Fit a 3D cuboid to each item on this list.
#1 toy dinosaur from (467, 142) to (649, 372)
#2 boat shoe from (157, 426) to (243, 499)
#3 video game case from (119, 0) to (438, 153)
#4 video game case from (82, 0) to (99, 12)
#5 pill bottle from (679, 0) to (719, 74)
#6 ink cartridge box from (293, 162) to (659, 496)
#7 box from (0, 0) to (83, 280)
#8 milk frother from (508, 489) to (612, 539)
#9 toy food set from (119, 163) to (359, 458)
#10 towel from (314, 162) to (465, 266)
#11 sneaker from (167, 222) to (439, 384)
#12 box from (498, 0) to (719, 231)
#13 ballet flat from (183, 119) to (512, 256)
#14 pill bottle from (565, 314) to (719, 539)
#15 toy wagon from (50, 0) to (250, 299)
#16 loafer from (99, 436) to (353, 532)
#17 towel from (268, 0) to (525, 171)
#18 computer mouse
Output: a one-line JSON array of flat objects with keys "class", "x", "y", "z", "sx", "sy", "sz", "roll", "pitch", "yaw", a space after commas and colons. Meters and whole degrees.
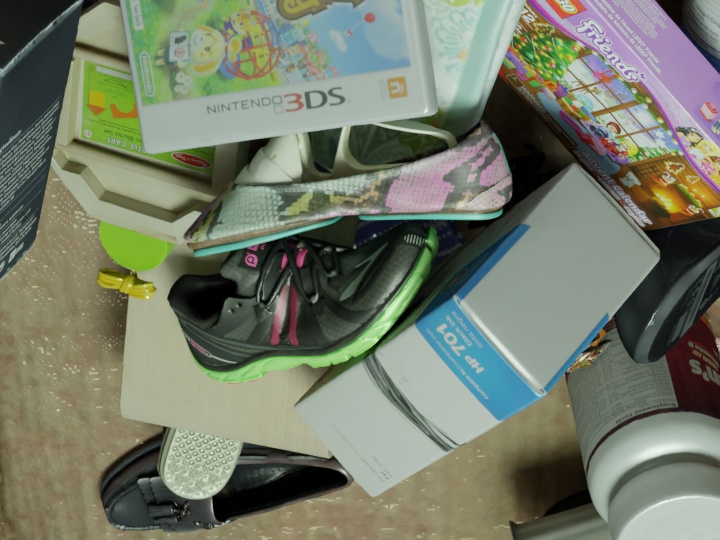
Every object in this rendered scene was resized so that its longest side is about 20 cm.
[{"class": "toy dinosaur", "x": 0.153, "y": -0.029, "z": 1.683, "sx": 0.136, "sy": 0.102, "sz": 0.200, "roll": 10, "pitch": 93, "yaw": -33}, {"class": "boat shoe", "x": -0.089, "y": 0.062, "z": 1.740, "sx": 0.075, "sy": 0.062, "sz": 0.200, "roll": 17, "pitch": 112, "yaw": -14}, {"class": "video game case", "x": -0.056, "y": -0.177, "z": 1.459, "sx": 0.182, "sy": 0.022, "sz": 0.200, "roll": -7, "pitch": 96, "yaw": 20}, {"class": "video game case", "x": -0.136, "y": -0.147, "z": 1.580, "sx": 0.143, "sy": 0.018, "sz": 0.200, "roll": 13, "pitch": 128, "yaw": -16}, {"class": "pill bottle", "x": 0.255, "y": -0.179, "z": 1.534, "sx": 0.112, "sy": 0.112, "sz": 0.200, "roll": 0, "pitch": 131, "yaw": -6}, {"class": "ink cartridge box", "x": 0.070, "y": 0.040, "z": 1.557, "sx": 0.086, "sy": 0.146, "sz": 0.200, "roll": 48, "pitch": 142, "yaw": -5}, {"class": "box", "x": -0.266, "y": -0.094, "z": 1.520, "sx": 0.148, "sy": 0.104, "sz": 0.200, "roll": 26, "pitch": 129, "yaw": 9}, {"class": "milk frother", "x": 0.224, "y": 0.246, "z": 1.821, "sx": 0.188, "sy": 0.181, "sz": 0.200, "roll": -16, "pitch": 91, "yaw": 4}, {"class": "toy food set", "x": -0.076, "y": 0.024, "z": 1.656, "sx": 0.143, "sy": 0.060, "sz": 0.200, "roll": 11, "pitch": 116, "yaw": 8}, {"class": "towel", "x": 0.000, "y": 0.000, "z": 1.676, "sx": 0.145, "sy": 0.024, "sz": 0.200, "roll": -28, "pitch": 112, "yaw": 9}, {"class": "sneaker", "x": -0.040, "y": 0.012, "z": 1.545, "sx": 0.200, "sy": 0.077, "sz": 0.084, "roll": -21, "pitch": 120, "yaw": 33}, {"class": "box", "x": 0.156, "y": -0.112, "z": 1.542, "sx": 0.200, "sy": 0.039, "sz": 0.137, "roll": 46, "pitch": 155, "yaw": -16}, {"class": "ballet flat", "x": -0.011, "y": -0.056, "z": 1.493, "sx": 0.200, "sy": 0.069, "sz": 0.071, "roll": -8, "pitch": 101, "yaw": 13}, {"class": "pill bottle", "x": 0.203, "y": 0.113, "z": 1.721, "sx": 0.109, "sy": 0.200, "sz": 0.110, "roll": -3, "pitch": 131, "yaw": -4}, {"class": "toy wagon", "x": -0.135, "y": -0.075, "z": 1.564, "sx": 0.155, "sy": 0.040, "sz": 0.200, "roll": 17, "pitch": 126, "yaw": 13}, {"class": "loafer", "x": -0.095, "y": 0.150, "z": 1.811, "sx": 0.200, "sy": 0.063, "sz": 0.072, "roll": -19, "pitch": 130, "yaw": 10}, {"class": "towel", "x": 0.002, "y": -0.144, "z": 1.505, "sx": 0.171, "sy": 0.048, "sz": 0.200, "roll": 28, "pitch": 126, "yaw": 10}, {"class": "computer mouse", "x": 0.219, "y": -0.011, "z": 1.656, "sx": 0.053, "sy": 0.200, "sz": 0.139, "roll": 36, "pitch": 136, "yaw": 18}]
